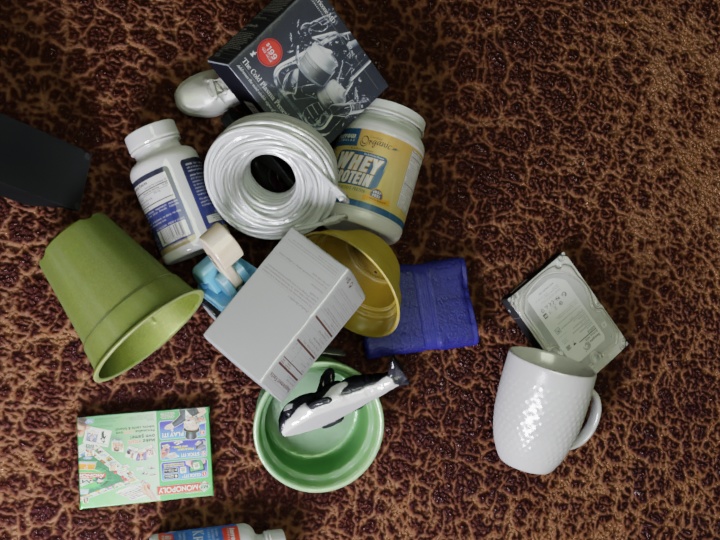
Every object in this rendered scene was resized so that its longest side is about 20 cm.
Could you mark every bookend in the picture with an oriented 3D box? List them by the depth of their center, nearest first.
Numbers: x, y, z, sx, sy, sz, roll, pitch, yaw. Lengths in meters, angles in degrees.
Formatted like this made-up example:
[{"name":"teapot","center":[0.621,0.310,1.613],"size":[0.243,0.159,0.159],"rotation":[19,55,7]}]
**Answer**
[{"name":"bookend","center":[-0.537,-0.160,1.423],"size":[0.199,0.197,0.093],"rotation":[24,74,-57]}]

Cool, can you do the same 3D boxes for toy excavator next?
[{"name":"toy excavator","center":[-0.199,0.001,1.435],"size":[0.100,0.194,0.201],"rotation":[-42,124,-14]}]

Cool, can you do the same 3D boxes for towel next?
[{"name":"towel","center":[0.089,0.063,1.608],"size":[0.197,0.050,0.150],"rotation":[-6,79,-15]}]

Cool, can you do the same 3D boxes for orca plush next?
[{"name":"orca plush","center":[-0.035,0.166,1.410],"size":[0.199,0.105,0.072],"rotation":[-32,63,18]}]

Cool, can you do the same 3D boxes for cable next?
[{"name":"cable","center":[-0.129,-0.139,1.447],"size":[0.198,0.070,0.201],"rotation":[-19,120,20]}]

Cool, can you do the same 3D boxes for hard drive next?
[{"name":"hard drive","center":[0.351,0.089,1.678],"size":[0.139,0.038,0.201],"rotation":[-37,95,-15]}]

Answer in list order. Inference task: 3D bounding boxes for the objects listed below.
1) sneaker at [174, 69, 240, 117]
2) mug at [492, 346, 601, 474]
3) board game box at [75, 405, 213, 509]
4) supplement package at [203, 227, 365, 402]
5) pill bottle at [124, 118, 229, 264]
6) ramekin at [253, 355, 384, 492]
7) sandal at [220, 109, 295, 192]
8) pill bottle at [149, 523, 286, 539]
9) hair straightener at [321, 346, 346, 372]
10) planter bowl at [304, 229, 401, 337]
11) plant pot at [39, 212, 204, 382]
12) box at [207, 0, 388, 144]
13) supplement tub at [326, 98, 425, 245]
[{"name":"sneaker","center":[-0.194,-0.295,1.543],"size":[0.198,0.088,0.076],"rotation":[-14,88,-17]},{"name":"mug","center":[0.311,0.234,1.598],"size":[0.198,0.147,0.178],"rotation":[9,100,-28]},{"name":"board game box","center":[-0.325,0.280,1.480],"size":[0.197,0.029,0.137],"rotation":[-2,86,-15]},{"name":"supplement package","center":[-0.105,0.065,1.398],"size":[0.116,0.117,0.201],"rotation":[36,81,22]},{"name":"pill bottle","center":[-0.283,-0.121,1.490],"size":[0.110,0.111,0.202],"rotation":[-22,90,-16]},{"name":"ramekin","center":[-0.069,0.227,1.500],"size":[0.197,0.098,0.203],"rotation":[-2,98,-11]},{"name":"sandal","center":[-0.150,-0.171,1.561],"size":[0.200,0.075,0.048],"rotation":[45,109,-5]},{"name":"pill bottle","center":[-0.210,0.436,1.452],"size":[0.197,0.112,0.114],"rotation":[-4,85,-16]},{"name":"hair straightener","center":[-0.116,0.109,1.548],"size":[0.198,0.041,0.078],"rotation":[16,95,-7]},{"name":"planter bowl","center":[0.000,0.000,1.506],"size":[0.201,0.200,0.083],"rotation":[49,56,-5]},{"name":"plant pot","center":[-0.364,0.026,1.430],"size":[0.200,0.200,0.190],"rotation":[-39,82,-15]},{"name":"box","center":[-0.093,-0.299,1.484],"size":[0.182,0.104,0.200],"rotation":[-46,119,-9]},{"name":"supplement tub","center":[0.020,-0.156,1.557],"size":[0.143,0.145,0.202],"rotation":[18,80,-12]}]
